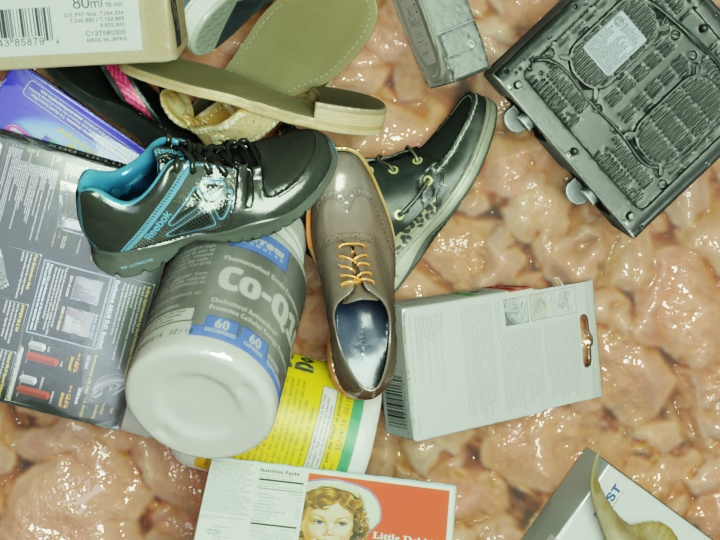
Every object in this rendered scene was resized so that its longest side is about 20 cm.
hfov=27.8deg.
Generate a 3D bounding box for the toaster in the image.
[{"bbox_3d":[0.222,-0.158,1.199,0.200,0.119,0.181,-43,98,0],"label":"toaster"}]

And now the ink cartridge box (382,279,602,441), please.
[{"bbox_3d":[0.111,0.071,1.233,0.198,0.050,0.110,-9,96,-30],"label":"ink cartridge box"}]

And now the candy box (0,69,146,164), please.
[{"bbox_3d":[-0.264,-0.039,1.183,0.168,0.077,0.201,35,90,-9],"label":"candy box"}]

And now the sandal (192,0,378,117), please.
[{"bbox_3d":[-0.063,-0.167,1.202,0.211,0.070,0.078,-40,89,22],"label":"sandal"}]

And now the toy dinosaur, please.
[{"bbox_3d":[0.220,0.244,1.199,0.200,0.058,0.101,47,74,-15],"label":"toy dinosaur"}]

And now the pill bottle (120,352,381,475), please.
[{"bbox_3d":[-0.091,0.116,1.195,0.198,0.113,0.114,16,93,-6],"label":"pill bottle"}]

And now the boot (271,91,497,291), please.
[{"bbox_3d":[0.006,-0.087,1.199,0.153,0.073,0.205,32,95,-16],"label":"boot"}]

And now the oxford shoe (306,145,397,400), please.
[{"bbox_3d":[0.000,0.000,1.134,0.070,0.073,0.203,-9,88,-7],"label":"oxford shoe"}]

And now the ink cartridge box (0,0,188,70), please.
[{"bbox_3d":[-0.233,-0.234,1.058,0.197,0.075,0.167,-3,110,3],"label":"ink cartridge box"}]

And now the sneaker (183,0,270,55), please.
[{"bbox_3d":[-0.111,-0.279,1.177,0.146,0.077,0.202,41,61,18],"label":"sneaker"}]

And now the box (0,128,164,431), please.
[{"bbox_3d":[-0.237,0.007,1.127,0.156,0.050,0.202,15,94,-11],"label":"box"}]

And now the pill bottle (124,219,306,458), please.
[{"bbox_3d":[-0.102,0.033,1.106,0.112,0.201,0.115,5,130,6],"label":"pill bottle"}]

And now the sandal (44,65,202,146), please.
[{"bbox_3d":[-0.174,-0.142,1.170,0.199,0.075,0.045,37,123,4],"label":"sandal"}]

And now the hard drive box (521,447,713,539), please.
[{"bbox_3d":[0.237,0.278,1.260,0.199,0.077,0.157,35,90,-7],"label":"hard drive box"}]

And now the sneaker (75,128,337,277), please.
[{"bbox_3d":[-0.111,-0.063,1.064,0.198,0.073,0.082,-23,133,-7],"label":"sneaker"}]

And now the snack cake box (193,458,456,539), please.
[{"bbox_3d":[-0.029,0.219,1.126,0.197,0.116,0.068,7,133,2],"label":"snack cake box"}]

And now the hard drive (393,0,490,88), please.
[{"bbox_3d":[0.044,-0.247,1.164,0.037,0.140,0.202,-20,97,-4],"label":"hard drive"}]

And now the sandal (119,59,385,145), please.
[{"bbox_3d":[-0.089,-0.112,1.132,0.209,0.078,0.070,9,110,-4],"label":"sandal"}]
